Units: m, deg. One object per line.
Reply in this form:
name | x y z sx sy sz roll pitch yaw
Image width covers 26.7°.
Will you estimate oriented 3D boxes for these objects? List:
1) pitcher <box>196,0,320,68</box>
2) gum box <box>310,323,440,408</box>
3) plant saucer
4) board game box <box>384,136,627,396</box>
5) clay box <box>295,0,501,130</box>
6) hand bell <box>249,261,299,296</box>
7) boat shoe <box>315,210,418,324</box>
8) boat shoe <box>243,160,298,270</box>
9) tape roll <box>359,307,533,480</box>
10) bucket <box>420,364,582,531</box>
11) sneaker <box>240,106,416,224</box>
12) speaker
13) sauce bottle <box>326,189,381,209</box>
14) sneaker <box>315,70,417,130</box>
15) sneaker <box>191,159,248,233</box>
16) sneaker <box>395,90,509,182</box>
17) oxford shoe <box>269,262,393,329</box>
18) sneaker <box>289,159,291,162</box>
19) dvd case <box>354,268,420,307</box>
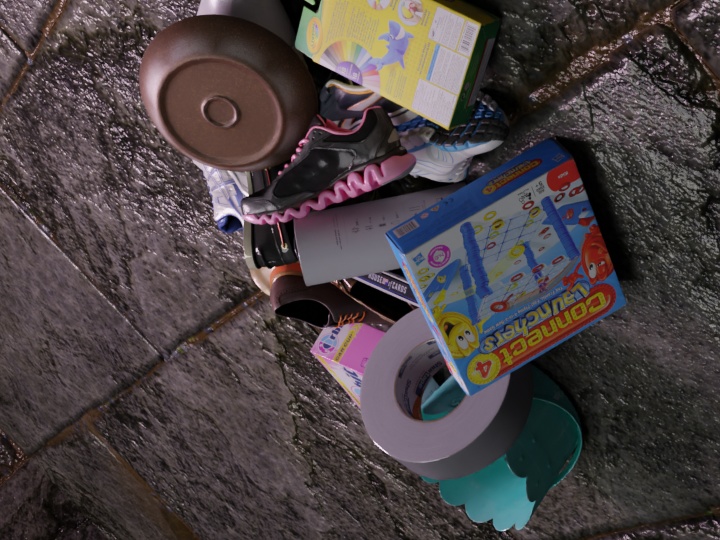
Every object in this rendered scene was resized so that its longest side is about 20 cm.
pitcher | -0.106 -0.256 1.651 0.170 0.121 0.201 13 130 19
gum box | 0.032 0.145 1.999 0.113 0.066 0.200 21 160 36
plant saucer | -0.146 -0.178 1.627 0.199 0.037 0.201 8 131 9
board game box | 0.153 -0.002 1.557 0.197 0.199 0.056 63 174 -33
clay box | 0.033 -0.235 1.512 0.199 0.047 0.116 31 120 24
hand bell | -0.065 -0.060 1.902 0.104 0.104 0.201 37 138 10
boat shoe | 0.000 0.000 1.845 0.199 0.070 0.071 30 128 -4
boat shoe | -0.101 -0.101 1.733 0.063 0.203 0.074 -6 164 11
tape roll | 0.100 0.138 1.768 0.199 0.201 0.066 16 165 40
bucket | 0.167 0.207 1.883 0.206 0.135 0.208 31 150 20
sneaker | -0.044 -0.113 1.596 0.199 0.079 0.096 -21 97 16
speaker | 0.027 -0.040 1.671 0.081 0.198 0.082 -11 -90 -89
sauce bottle | -0.013 -0.085 1.732 0.066 0.066 0.200 33 173 18
sneaker | -0.010 -0.189 1.644 0.199 0.079 0.080 -16 122 45
sneaker | -0.167 -0.098 1.908 0.075 0.088 0.200 27 -172 -45
sneaker | 0.099 -0.132 1.602 0.087 0.075 0.199 45 159 -26
oxford shoe | -0.018 0.049 1.900 0.198 0.073 0.071 9 134 -8
sneaker | -0.097 -0.166 1.819 0.199 0.074 0.088 18 111 48
dvd case | 0.094 0.025 1.708 0.149 0.025 0.200 9 -171 -32
